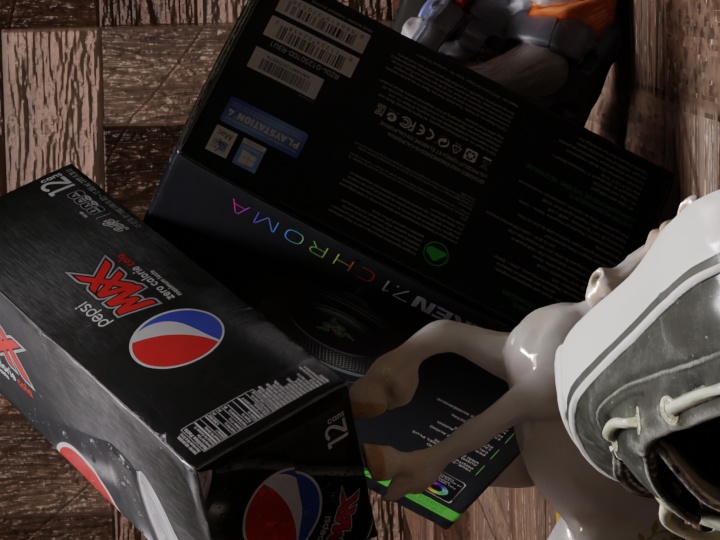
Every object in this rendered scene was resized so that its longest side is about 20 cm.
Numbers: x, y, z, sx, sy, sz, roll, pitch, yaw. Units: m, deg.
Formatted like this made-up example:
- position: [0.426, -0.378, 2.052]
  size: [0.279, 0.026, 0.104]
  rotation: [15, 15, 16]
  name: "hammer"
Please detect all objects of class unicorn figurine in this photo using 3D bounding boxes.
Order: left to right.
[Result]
- position: [0.070, 0.056, 0.899]
  size: [0.074, 0.137, 0.200]
  rotation: [-110, 2, -52]
  name: "unicorn figurine"

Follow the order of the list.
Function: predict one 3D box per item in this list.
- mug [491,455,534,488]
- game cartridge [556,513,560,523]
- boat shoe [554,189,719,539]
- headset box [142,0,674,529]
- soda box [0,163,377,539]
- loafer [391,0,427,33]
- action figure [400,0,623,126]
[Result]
- position: [0.032, 0.035, 1.497]
  size: [0.187, 0.149, 0.154]
  rotation: [-167, 83, -81]
  name: "mug"
- position: [0.102, 0.139, 1.066]
  size: [0.200, 0.032, 0.177]
  rotation: [95, 173, -64]
  name: "game cartridge"
- position: [0.093, 0.038, 0.702]
  size: [0.200, 0.070, 0.064]
  rotation: [100, 170, -71]
  name: "boat shoe"
- position: [0.000, 0.000, 1.032]
  size: [0.093, 0.174, 0.200]
  rotation: [-65, 5, -28]
  name: "headset box"
- position: [-0.077, 0.038, 0.936]
  size: [0.200, 0.063, 0.071]
  rotation: [37, 146, 48]
  name: "soda box"
- position: [0.075, -0.168, 1.285]
  size: [0.073, 0.071, 0.200]
  rotation: [-55, -9, -36]
  name: "loafer"
- position: [0.080, -0.085, 1.149]
  size: [0.200, 0.104, 0.194]
  rotation: [-56, -18, -47]
  name: "action figure"
